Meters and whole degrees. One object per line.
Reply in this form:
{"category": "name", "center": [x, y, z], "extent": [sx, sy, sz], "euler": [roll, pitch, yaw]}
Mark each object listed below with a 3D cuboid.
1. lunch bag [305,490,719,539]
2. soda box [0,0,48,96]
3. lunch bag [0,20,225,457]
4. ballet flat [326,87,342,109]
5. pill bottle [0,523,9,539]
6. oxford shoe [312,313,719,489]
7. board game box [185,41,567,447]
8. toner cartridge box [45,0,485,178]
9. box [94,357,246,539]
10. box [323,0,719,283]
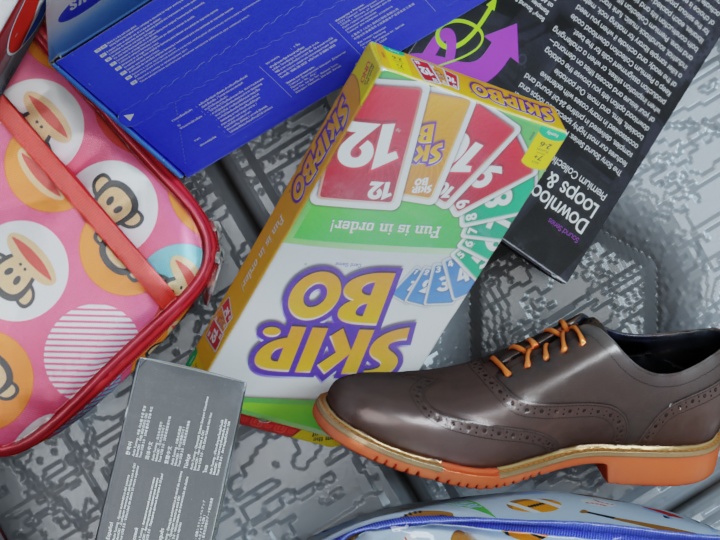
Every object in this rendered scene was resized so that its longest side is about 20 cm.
{"category": "lunch bag", "center": [0.057, 0.154, 1.019], "extent": [0.198, 0.170, 0.125], "euler": [9, 85, -3]}
{"category": "soda box", "center": [-0.145, -0.157, 0.989], "extent": [0.063, 0.070, 0.201], "euler": [28, 86, 2]}
{"category": "lunch bag", "center": [-0.161, -0.035, 1.059], "extent": [0.176, 0.082, 0.200], "euler": [-42, 90, -6]}
{"category": "ballet flat", "center": [0.043, -0.153, 1.070], "extent": [0.069, 0.069, 0.201], "euler": [31, 89, -2]}
{"category": "pill bottle", "center": [-0.211, 0.121, 1.008], "extent": [0.111, 0.112, 0.201], "euler": [-22, 120, -2]}
{"category": "oxford shoe", "center": [0.074, 0.050, 1.044], "extent": [0.198, 0.071, 0.073], "euler": [1, 116, -25]}
{"category": "board game box", "center": [0.000, 0.000, 1.029], "extent": [0.095, 0.030, 0.201], "euler": [16, 123, -27]}
{"category": "toner cartridge box", "center": [-0.025, -0.122, 0.978], "extent": [0.199, 0.043, 0.095], "euler": [-29, 135, 19]}
{"category": "box", "center": [-0.094, 0.151, 0.999], "extent": [0.049, 0.158, 0.202], "euler": [13, 77, -2]}
{"category": "box", "center": [0.090, -0.113, 1.053], "extent": [0.143, 0.036, 0.201], "euler": [33, 88, -34]}
